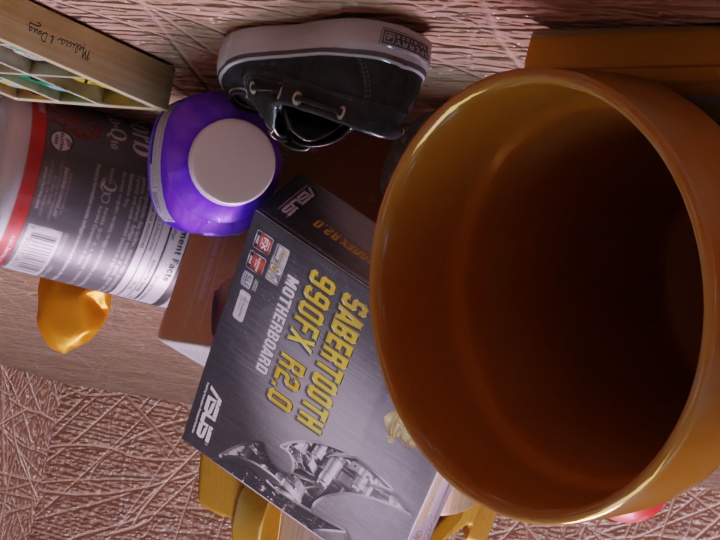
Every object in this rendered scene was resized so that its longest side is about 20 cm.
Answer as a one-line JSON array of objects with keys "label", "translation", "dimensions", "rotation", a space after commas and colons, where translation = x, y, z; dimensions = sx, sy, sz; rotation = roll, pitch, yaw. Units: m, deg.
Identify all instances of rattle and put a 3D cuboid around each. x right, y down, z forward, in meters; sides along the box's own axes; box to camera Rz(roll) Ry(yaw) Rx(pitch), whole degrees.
[{"label": "rattle", "translation": [-0.201, -0.021, 1.918], "dimensions": [0.130, 0.143, 0.200], "rotation": [34, 172, -18]}]

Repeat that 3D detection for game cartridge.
[{"label": "game cartridge", "translation": [0.205, -0.075, 1.242], "dimensions": [0.200, 0.033, 0.176], "rotation": [6, 171, 46]}]

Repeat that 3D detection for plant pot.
[{"label": "plant pot", "translation": [0.137, 0.008, 1.222], "dimensions": [0.200, 0.201, 0.183], "rotation": [5, -174, 44]}]

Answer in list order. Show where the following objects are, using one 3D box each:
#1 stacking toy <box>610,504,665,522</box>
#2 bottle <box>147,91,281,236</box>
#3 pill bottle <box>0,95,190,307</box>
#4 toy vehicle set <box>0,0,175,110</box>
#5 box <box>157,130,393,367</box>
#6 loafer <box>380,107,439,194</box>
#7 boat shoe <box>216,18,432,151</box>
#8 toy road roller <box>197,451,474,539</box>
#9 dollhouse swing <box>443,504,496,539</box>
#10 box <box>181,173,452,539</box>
[{"label": "stacking toy", "translation": [0.177, 0.051, 1.573], "dimensions": [0.085, 0.201, 0.085], "rotation": [12, 172, 2]}, {"label": "bottle", "translation": [-0.084, -0.062, 1.530], "dimensions": [0.065, 0.084, 0.200], "rotation": [1, -179, -9]}, {"label": "pill bottle", "translation": [-0.153, -0.040, 1.752], "dimensions": [0.199, 0.116, 0.116], "rotation": [15, 172, -20]}, {"label": "toy vehicle set", "translation": [-0.215, -0.133, 1.500], "dimensions": [0.124, 0.027, 0.200], "rotation": [6, 170, 37]}, {"label": "box", "translation": [0.000, 0.000, 1.630], "dimensions": [0.199, 0.153, 0.106], "rotation": [6, 162, 35]}, {"label": "loafer", "translation": [0.088, -0.053, 1.444], "dimensions": [0.070, 0.070, 0.200], "rotation": [28, 164, -35]}, {"label": "boat shoe", "translation": [-0.028, -0.093, 1.378], "dimensions": [0.068, 0.057, 0.200], "rotation": [16, 173, -23]}, {"label": "toy road roller", "translation": [-0.015, 0.123, 1.731], "dimensions": [0.146, 0.123, 0.200], "rotation": [26, -142, 24]}, {"label": "dollhouse swing", "translation": [-0.004, 0.069, 1.872], "dimensions": [0.199, 0.182, 0.176], "rotation": [13, -166, -26]}, {"label": "box", "translation": [-0.009, 0.065, 1.518], "dimensions": [0.158, 0.048, 0.200], "rotation": [35, 135, 14]}]
